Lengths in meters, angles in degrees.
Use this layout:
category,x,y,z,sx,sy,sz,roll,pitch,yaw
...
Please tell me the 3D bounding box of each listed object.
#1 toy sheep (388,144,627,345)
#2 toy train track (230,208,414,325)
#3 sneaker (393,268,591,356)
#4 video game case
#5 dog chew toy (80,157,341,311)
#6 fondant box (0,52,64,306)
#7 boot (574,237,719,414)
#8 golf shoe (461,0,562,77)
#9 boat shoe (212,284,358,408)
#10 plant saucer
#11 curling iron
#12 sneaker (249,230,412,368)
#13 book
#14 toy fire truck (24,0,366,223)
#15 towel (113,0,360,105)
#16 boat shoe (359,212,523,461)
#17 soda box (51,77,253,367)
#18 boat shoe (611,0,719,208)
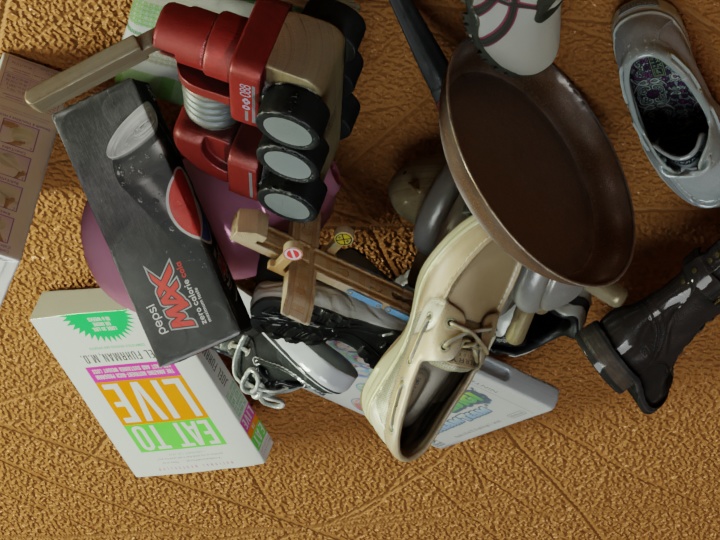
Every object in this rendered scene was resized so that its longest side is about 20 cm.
category,x,y,z,sx,sy,sz,roll,pitch,yaw
toy sheep,0.110,-0.025,1.694,0.199,0.138,0.138,27,138,10
toy train track,0.000,0.000,1.639,0.199,0.115,0.033,25,135,-23
sneaker,0.094,0.034,1.803,0.199,0.080,0.074,-18,134,27
video game case,0.038,0.089,1.856,0.182,0.024,0.200,25,157,-19
dog chew toy,-0.110,-0.042,1.720,0.199,0.125,0.125,-19,132,15
fondant box,-0.277,-0.042,1.678,0.058,0.201,0.144,18,135,-13
boot,0.267,0.031,1.771,0.174,0.069,0.200,-37,162,11
golf shoe,0.116,-0.200,1.524,0.088,0.077,0.200,22,148,30
boat shoe,-0.070,0.070,1.778,0.074,0.199,0.068,33,89,-35
plant saucer,0.119,-0.074,1.593,0.200,0.201,0.032,37,131,-29
curling iron,0.062,-0.120,1.607,0.025,0.050,0.201,-20,95,25
sneaker,0.007,0.023,1.696,0.200,0.080,0.074,21,145,-33
book,-0.172,0.090,1.905,0.133,0.048,0.200,-5,134,29
toy fire truck,-0.112,-0.119,1.557,0.199,0.129,0.176,19,157,6
towel,-0.093,-0.166,1.615,0.149,0.031,0.200,16,155,-8
boat shoe,0.067,0.047,1.614,0.072,0.065,0.200,14,119,-32
soda box,-0.149,-0.035,1.638,0.071,0.063,0.201,-24,90,6
boat shoe,0.227,-0.104,1.641,0.070,0.072,0.201,-13,134,20
